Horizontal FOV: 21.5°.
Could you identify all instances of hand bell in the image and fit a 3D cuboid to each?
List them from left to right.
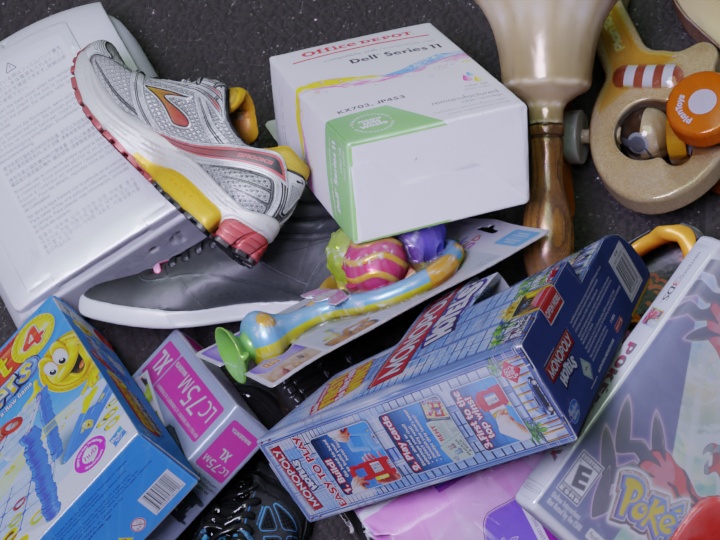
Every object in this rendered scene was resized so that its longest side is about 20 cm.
[{"bbox_3d":[0.115,-0.078,1.168,0.103,0.104,0.202,-1,88,13],"label":"hand bell"}]

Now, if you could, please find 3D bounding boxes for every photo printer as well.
[{"bbox_3d":[-0.200,-0.077,1.290,0.166,0.070,0.201,-32,66,-1],"label":"photo printer"}]

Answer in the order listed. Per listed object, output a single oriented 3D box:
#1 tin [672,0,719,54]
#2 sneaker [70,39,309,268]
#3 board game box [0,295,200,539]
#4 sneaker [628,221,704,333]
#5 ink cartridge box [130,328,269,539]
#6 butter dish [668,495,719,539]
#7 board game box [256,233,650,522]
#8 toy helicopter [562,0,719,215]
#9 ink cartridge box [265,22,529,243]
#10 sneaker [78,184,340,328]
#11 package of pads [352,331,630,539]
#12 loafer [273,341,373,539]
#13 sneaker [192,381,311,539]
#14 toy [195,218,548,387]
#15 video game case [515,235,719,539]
[{"bbox_3d":[0.284,-0.161,1.225,0.112,0.042,0.200,-39,67,-7],"label":"tin"},{"bbox_3d":[-0.105,-0.086,1.183,0.082,0.078,0.200,-48,61,-2],"label":"sneaker"},{"bbox_3d":[-0.213,0.139,1.160,0.200,0.056,0.196,-47,34,0],"label":"board game box"},{"bbox_3d":[0.143,0.045,1.163,0.078,0.077,0.200,38,84,21],"label":"sneaker"},{"bbox_3d":[-0.152,0.140,1.179,0.200,0.042,0.119,-49,33,1],"label":"ink cartridge box"},{"bbox_3d":[0.228,0.253,1.003,0.199,0.148,0.200,37,82,-10],"label":"butter dish"},{"bbox_3d":[0.048,0.059,1.068,0.199,0.200,0.062,-27,103,28],"label":"board game box"},{"bbox_3d":[0.169,-0.120,1.230,0.131,0.079,0.201,-26,56,13],"label":"toy helicopter"},{"bbox_3d":[0.015,-0.096,1.178,0.116,0.068,0.200,-14,28,-15],"label":"ink cartridge box"},{"bbox_3d":[-0.087,-0.018,1.224,0.198,0.071,0.100,-5,100,5],"label":"sneaker"},{"bbox_3d":[0.104,0.136,1.098,0.199,0.121,0.076,-32,25,-9],"label":"package of pads"},{"bbox_3d":[0.010,0.122,1.174,0.073,0.071,0.201,-28,82,-13],"label":"loafer"},{"bbox_3d":[-0.069,0.160,1.168,0.072,0.082,0.202,-10,67,12],"label":"sneaker"},{"bbox_3d":[0.000,0.000,1.131,0.199,0.115,0.048,-31,109,-21],"label":"toy"},{"bbox_3d":[0.203,0.112,1.076,0.183,0.200,0.023,-53,29,-9],"label":"video game case"}]
